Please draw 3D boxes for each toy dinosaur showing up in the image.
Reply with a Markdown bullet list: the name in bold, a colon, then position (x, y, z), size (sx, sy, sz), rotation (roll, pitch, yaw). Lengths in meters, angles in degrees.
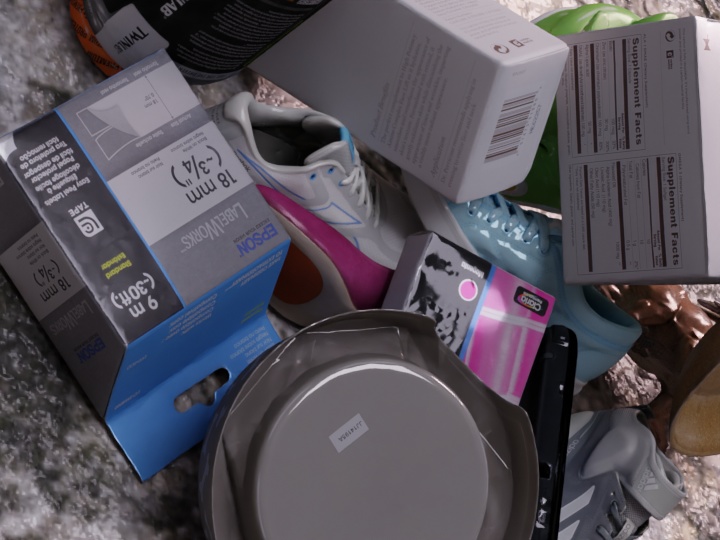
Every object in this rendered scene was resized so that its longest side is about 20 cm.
- **toy dinosaur**: position (0.206, 0.039, 1.732), size (0.200, 0.086, 0.136), rotation (45, 44, -7)

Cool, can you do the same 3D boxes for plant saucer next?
- **plant saucer**: position (0.271, 0.044, 1.617), size (0.200, 0.200, 0.036), rotation (-3, 54, -44)

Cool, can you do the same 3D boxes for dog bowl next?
- **dog bowl**: position (-0.001, 0.119, 1.451), size (0.199, 0.059, 0.201), rotation (-1, 92, -24)

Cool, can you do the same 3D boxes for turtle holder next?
- **turtle holder**: position (0.125, -0.092, 1.688), size (0.186, 0.131, 0.141), rotation (-47, 120, -38)

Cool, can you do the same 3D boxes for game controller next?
- **game controller**: position (0.093, 0.130, 1.557), size (0.042, 0.104, 0.201), rotation (16, 54, -8)

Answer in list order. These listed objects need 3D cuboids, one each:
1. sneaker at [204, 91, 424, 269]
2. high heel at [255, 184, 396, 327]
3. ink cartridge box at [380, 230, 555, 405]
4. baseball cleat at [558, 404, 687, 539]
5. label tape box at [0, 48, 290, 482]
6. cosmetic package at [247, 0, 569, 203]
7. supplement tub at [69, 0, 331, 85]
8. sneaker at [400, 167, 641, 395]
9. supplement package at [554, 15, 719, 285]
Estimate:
- **sneaker**: position (-0.021, -0.053, 1.570), size (0.199, 0.087, 0.075), rotation (21, 52, -35)
- **high heel**: position (0.000, 0.000, 1.574), size (0.200, 0.067, 0.096), rotation (51, 46, -27)
- **ink cartridge box**: position (0.039, 0.087, 1.526), size (0.094, 0.037, 0.201), rotation (27, 76, -24)
- **baseball cleat**: position (0.141, 0.164, 1.578), size (0.070, 0.106, 0.201), rotation (41, 46, -38)
- **label tape box**: position (-0.116, -0.006, 1.463), size (0.144, 0.063, 0.200), rotation (-34, 91, -42)
- **cosmetic package**: position (0.020, -0.135, 1.576), size (0.200, 0.102, 0.074), rotation (37, 35, 28)
- **supplement tub**: position (-0.076, -0.187, 1.511), size (0.122, 0.200, 0.123), rotation (22, 52, -32)
- **sneaker**: position (0.104, -0.016, 1.628), size (0.200, 0.082, 0.074), rotation (50, 15, -23)
- **supplement package**: position (0.226, -0.069, 1.617), size (0.200, 0.111, 0.157), rotation (0, 87, -47)
